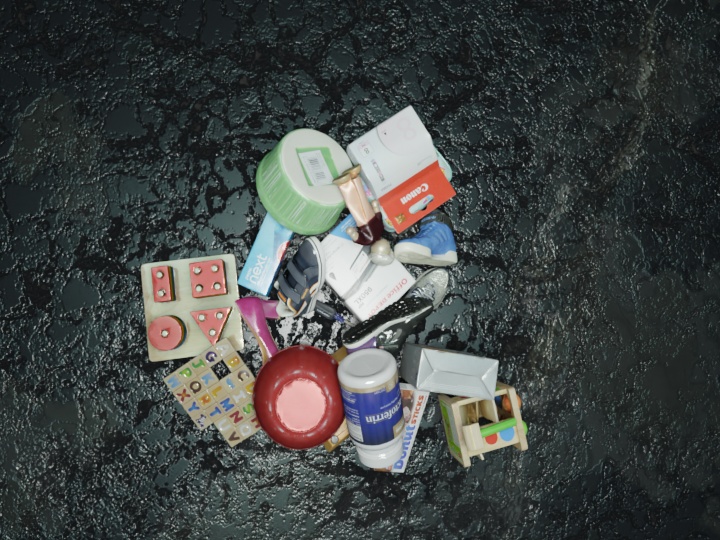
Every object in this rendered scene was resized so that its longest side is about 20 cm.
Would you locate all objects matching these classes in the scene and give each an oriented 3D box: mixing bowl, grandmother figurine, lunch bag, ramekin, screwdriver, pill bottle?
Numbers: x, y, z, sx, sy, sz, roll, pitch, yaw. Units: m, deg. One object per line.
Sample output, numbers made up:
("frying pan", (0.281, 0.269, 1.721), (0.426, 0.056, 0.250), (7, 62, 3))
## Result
("mixing bowl", (-0.112, 0.248, 1.087), (0.194, 0.108, 0.207), (1, 85, -6))
("grandmother figurine", (0.012, -0.097, 1.122), (0.121, 0.060, 0.203), (-40, 112, -34))
("lunch bag", (0.090, -0.199, 1.234), (0.199, 0.077, 0.161), (-42, 88, -7))
("ramekin", (-0.104, -0.186, 1.157), (0.196, 0.097, 0.205), (16, 59, -27))
("screwdriver", (-0.023, 0.118, 1.215), (0.197, 0.028, 0.030), (33, 92, 6))
("pill bottle", (0.025, 0.263, 1.083), (0.112, 0.116, 0.205), (-12, 113, -6))

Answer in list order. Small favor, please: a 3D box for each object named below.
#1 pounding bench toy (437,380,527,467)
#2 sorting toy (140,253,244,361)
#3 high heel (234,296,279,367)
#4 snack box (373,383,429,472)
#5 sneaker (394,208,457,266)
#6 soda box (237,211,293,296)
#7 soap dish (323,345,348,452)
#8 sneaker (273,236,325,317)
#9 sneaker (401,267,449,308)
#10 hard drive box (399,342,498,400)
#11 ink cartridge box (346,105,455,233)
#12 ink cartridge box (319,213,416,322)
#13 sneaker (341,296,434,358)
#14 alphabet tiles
("pounding bench toy", (0.263, 0.311, 1.156), (0.152, 0.200, 0.128), (-12, 87, -5))
("sorting toy", (-0.350, 0.076, 1.176), (0.194, 0.070, 0.205), (-7, 87, -6))
("high heel", (-0.213, 0.156, 1.175), (0.093, 0.067, 0.206), (3, 81, -26))
("snack box", (0.082, 0.327, 1.179), (0.070, 0.024, 0.205), (8, 111, -17))
("sneaker", (0.134, -0.075, 1.194), (0.197, 0.076, 0.115), (6, 77, -47))
("soda box", (-0.188, -0.052, 1.203), (0.066, 0.064, 0.205), (23, 85, -4))
("soap dish", (-0.031, 0.256, 1.190), (0.198, 0.081, 0.159), (-36, 90, -8))
("sneaker", (-0.123, 0.024, 1.138), (0.078, 0.203, 0.079), (-18, 52, -31))
("sneaker", (0.124, 0.072, 1.216), (0.077, 0.085, 0.200), (44, 83, -1))
("hard drive box", (0.172, 0.200, 1.154), (0.151, 0.200, 0.079), (10, 85, -5))
("ink cartridge box", (0.088, -0.208, 1.170), (0.161, 0.057, 0.203), (-33, 83, -9))
("ink cartridge box", (0.000, 0.000, 1.208), (0.144, 0.084, 0.201), (-43, 92, -6))
("sneaker", (0.063, 0.128, 1.147), (0.196, 0.076, 0.089), (-26, 113, -6))
("alphabet tiles", (-0.283, 0.260, 1.169), (0.165, 0.008, 0.202), (-32, 101, 9))
